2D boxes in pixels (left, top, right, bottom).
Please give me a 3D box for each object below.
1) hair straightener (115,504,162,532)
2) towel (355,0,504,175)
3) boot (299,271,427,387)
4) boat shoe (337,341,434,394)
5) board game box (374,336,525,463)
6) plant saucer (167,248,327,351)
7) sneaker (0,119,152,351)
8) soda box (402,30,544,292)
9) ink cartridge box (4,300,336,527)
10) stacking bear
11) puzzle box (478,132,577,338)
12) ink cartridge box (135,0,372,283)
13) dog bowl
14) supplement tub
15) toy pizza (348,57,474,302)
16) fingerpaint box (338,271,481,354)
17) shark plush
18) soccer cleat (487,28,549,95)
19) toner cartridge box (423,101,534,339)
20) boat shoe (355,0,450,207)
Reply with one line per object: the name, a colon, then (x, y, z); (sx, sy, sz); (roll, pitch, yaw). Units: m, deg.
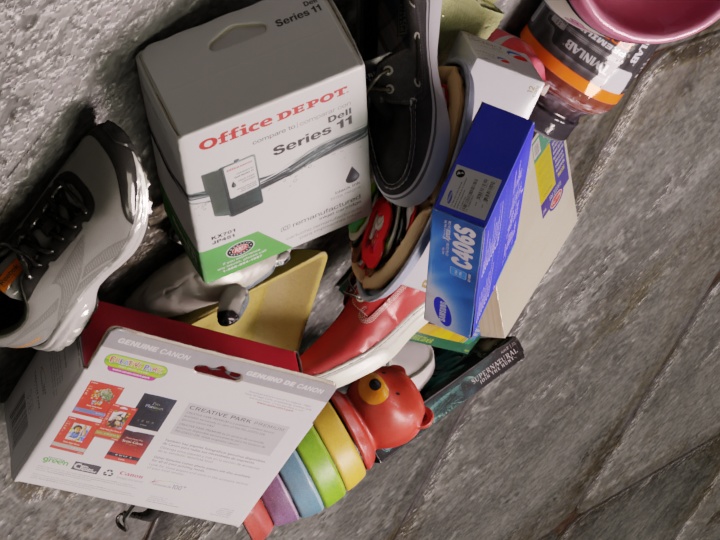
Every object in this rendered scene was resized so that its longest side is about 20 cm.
hair straightener: (-0.156, 0.147, 1.732); (0.200, 0.041, 0.077); (-51, 156, 23)
towel: (0.029, -0.160, 1.653); (0.200, 0.036, 0.148); (-53, 156, 15)
boot: (0.000, 0.000, 1.781); (0.200, 0.072, 0.144); (-39, 117, -17)
boat shoe: (0.003, 0.099, 1.982); (0.200, 0.071, 0.069); (-23, 149, -39)
board game box: (0.056, 0.128, 2.078); (0.200, 0.028, 0.135); (-34, -167, -26)
plant saucer: (-0.133, 0.072, 1.744); (0.200, 0.048, 0.200); (-28, 152, -35)
sneaker: (-0.210, -0.017, 1.446); (0.079, 0.074, 0.200); (-7, 136, -48)
soda box: (0.072, -0.084, 1.656); (0.063, 0.068, 0.200); (18, 111, -18)
ink cartridge box: (-0.145, 0.096, 1.589); (0.200, 0.084, 0.176); (16, 127, -29)
stacking bear: (-0.034, 0.155, 1.882); (0.200, 0.122, 0.114); (-28, 141, -6)
puzzle box: (0.144, -0.049, 1.848); (0.200, 0.025, 0.133); (-53, 139, -48)
ink cartridge box: (-0.073, -0.096, 1.490); (0.146, 0.083, 0.200); (-23, 151, -10)
dog bowl: (0.231, -0.269, 1.636); (0.199, 0.074, 0.201); (-8, 119, -15)
supplement tub: (0.204, -0.209, 1.774); (0.107, 0.107, 0.200); (-2, 131, -58)
toy pizza: (0.032, -0.073, 1.590); (0.200, 0.032, 0.201); (-160, -90, -76)
fingerpaint box: (0.094, -0.012, 1.950); (0.167, 0.073, 0.200); (-51, 156, 10)
shark plush: (-0.105, -0.020, 1.667); (0.083, 0.091, 0.200); (-35, -173, 49)
soccer cleat: (0.072, -0.118, 1.739); (0.200, 0.076, 0.067); (-47, 147, 2)
toner cartridge box: (0.086, -0.033, 1.531); (0.200, 0.043, 0.095); (90, 24, -65)
boat shoe: (0.023, -0.149, 1.514); (0.066, 0.070, 0.201); (16, 73, -46)
